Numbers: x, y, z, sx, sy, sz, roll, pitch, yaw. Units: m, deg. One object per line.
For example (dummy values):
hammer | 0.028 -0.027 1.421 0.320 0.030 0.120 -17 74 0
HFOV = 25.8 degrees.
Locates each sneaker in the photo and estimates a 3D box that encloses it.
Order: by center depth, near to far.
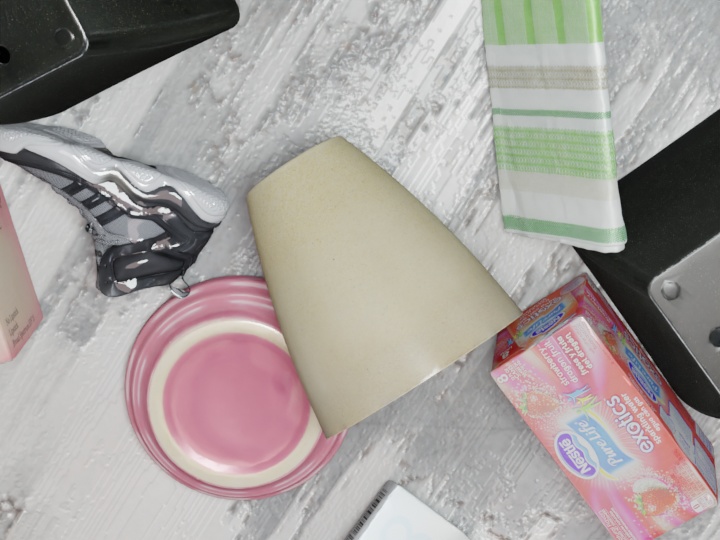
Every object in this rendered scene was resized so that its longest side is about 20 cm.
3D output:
sneaker | -0.216 -0.044 1.291 0.199 0.076 0.114 19 101 -7

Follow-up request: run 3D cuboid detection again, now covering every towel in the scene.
towel | 0.155 -0.121 1.241 0.031 0.149 0.201 -14 104 -29

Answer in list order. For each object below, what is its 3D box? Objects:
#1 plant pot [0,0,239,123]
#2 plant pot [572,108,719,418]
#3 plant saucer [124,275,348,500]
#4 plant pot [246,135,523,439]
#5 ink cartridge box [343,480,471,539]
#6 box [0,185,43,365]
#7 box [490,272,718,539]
plant pot | -0.241 -0.217 1.162 0.199 0.177 0.200 -22 103 24
plant pot | 0.301 0.002 1.247 0.199 0.177 0.200 -35 101 9
plant saucer | -0.104 0.107 1.344 0.199 0.051 0.202 0 104 1
plant pot | 0.000 0.000 1.263 0.187 0.187 0.201 -32 87 9
ink cartridge box | 0.058 0.305 1.371 0.200 0.047 0.160 37 84 -6
box | -0.346 -0.023 1.273 0.108 0.128 0.201 -14 104 4
box | 0.204 0.118 1.310 0.094 0.103 0.200 -33 103 19
